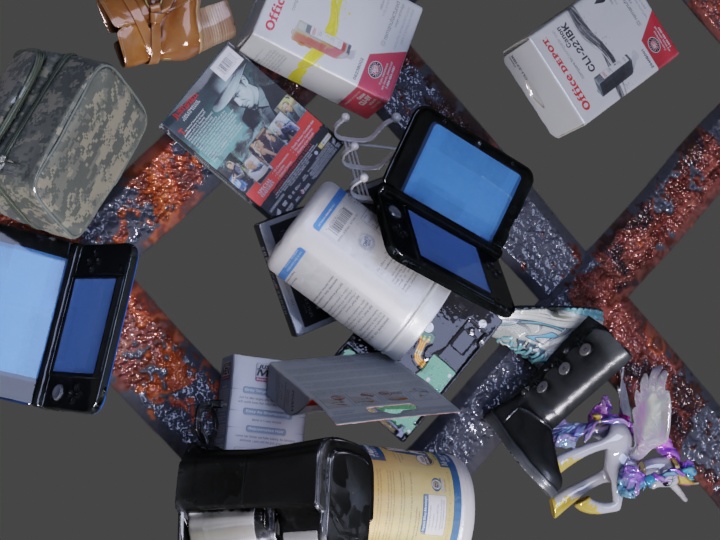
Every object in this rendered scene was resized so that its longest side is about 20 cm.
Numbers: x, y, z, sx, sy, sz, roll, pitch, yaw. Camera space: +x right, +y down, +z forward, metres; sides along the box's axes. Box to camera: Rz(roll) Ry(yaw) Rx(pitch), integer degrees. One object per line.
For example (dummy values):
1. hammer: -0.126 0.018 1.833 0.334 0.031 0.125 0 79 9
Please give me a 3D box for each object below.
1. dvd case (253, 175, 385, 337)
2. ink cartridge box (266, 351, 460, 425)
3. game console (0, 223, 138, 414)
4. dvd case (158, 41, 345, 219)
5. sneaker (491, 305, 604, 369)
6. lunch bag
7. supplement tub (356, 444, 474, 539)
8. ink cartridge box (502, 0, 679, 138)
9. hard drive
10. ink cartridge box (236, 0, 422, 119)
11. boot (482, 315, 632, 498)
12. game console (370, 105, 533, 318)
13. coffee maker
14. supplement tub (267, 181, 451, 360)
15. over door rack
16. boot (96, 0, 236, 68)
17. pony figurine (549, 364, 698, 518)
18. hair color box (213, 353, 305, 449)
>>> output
1. dvd case: -0.023 -0.021 1.672 0.199 0.025 0.152 -22 96 -24
2. ink cartridge box: 0.000 0.150 1.510 0.159 0.200 0.048 -3 108 -25
3. game console: -0.365 0.052 1.502 0.118 0.170 0.202 23 73 -43
4. dvd case: -0.136 -0.172 1.666 0.200 0.022 0.146 40 71 -12
5. sneaker: 0.233 0.090 1.731 0.198 0.078 0.087 1 88 -18
6. lunch bag: -0.372 -0.152 1.515 0.166 0.140 0.201 16 71 26
7. supplement tub: 0.024 0.287 1.585 0.198 0.145 0.146 9 79 -19
8. ink cartridge box: 0.319 -0.300 1.817 0.199 0.084 0.145 -36 95 -20
9. hard drive: 0.065 0.096 1.657 0.139 0.038 0.200 40 82 1
10. ink cartridge box: -0.040 -0.310 1.689 0.199 0.083 0.146 24 74 -15
11. boot: 0.268 0.169 1.656 0.200 0.165 0.066 -40 131 2
12. game console: 0.124 -0.068 1.556 0.199 0.116 0.177 27 31 -29
13. coffee maker: -0.097 0.235 1.442 0.134 0.198 0.194 -14 93 -61
14. supplement tub: 0.000 0.000 1.575 0.199 0.132 0.132 38 71 -3
15. over door rack: 0.070 -0.129 1.660 0.198 0.067 0.148 16 34 -23
16. boot: -0.258 -0.356 1.632 0.154 0.077 0.202 -20 96 -17
17. pony figurine: 0.339 0.225 1.720 0.198 0.167 0.195 -10 93 -7
18. hair color box: -0.124 0.208 1.590 0.098 0.061 0.202 9 79 -19
